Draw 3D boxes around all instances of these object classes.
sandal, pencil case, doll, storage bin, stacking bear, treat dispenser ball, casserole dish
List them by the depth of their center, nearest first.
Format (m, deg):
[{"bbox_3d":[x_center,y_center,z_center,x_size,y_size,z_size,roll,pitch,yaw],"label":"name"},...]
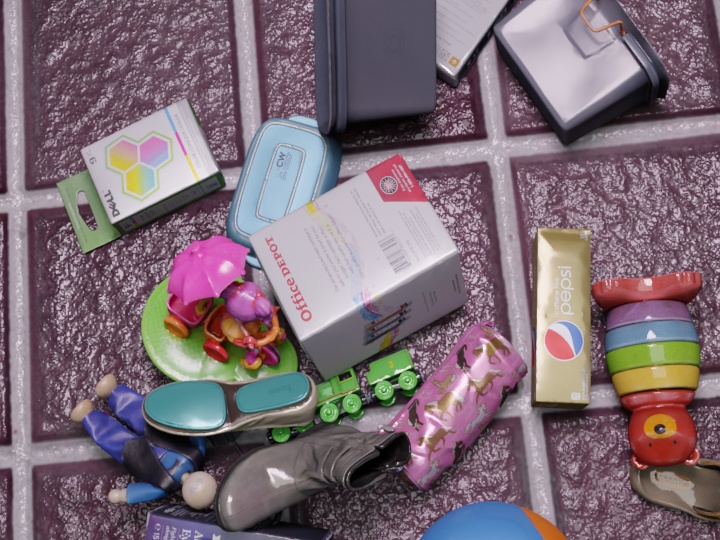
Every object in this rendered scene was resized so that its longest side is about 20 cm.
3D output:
[{"bbox_3d":[0.138,0.343,1.089,0.197,0.201,0.205,-1,77,3],"label":"treat dispenser ball"},{"bbox_3d":[0.402,0.241,1.170,0.196,0.054,0.082,9,77,6],"label":"sandal"},{"bbox_3d":[0.328,0.116,1.171,0.119,0.114,0.204,-6,75,12],"label":"stacking bear"},{"bbox_3d":[-0.239,0.206,1.194,0.199,0.049,0.137,32,65,23],"label":"doll"},{"bbox_3d":[0.103,0.153,1.196,0.200,0.087,0.083,-47,49,-7],"label":"pencil case"},{"bbox_3d":[0.016,-0.265,1.243,0.132,0.146,0.204,-2,101,-9],"label":"storage bin"},{"bbox_3d":[0.255,-0.258,1.256,0.133,0.145,0.201,-35,77,6],"label":"storage bin"},{"bbox_3d":[-0.095,-0.101,1.286,0.119,0.039,0.203,15,78,6],"label":"casserole dish"}]

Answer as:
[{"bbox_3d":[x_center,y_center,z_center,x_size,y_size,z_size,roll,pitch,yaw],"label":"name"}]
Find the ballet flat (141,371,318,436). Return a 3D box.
[{"bbox_3d":[-0.144,0.158,1.184,0.196,0.070,0.071,-4,77,1],"label":"ballet flat"}]

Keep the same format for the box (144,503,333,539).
[{"bbox_3d":[-0.138,0.347,1.148,0.196,0.104,0.151,7,84,6],"label":"box"}]

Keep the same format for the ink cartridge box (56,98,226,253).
[{"bbox_3d":[-0.275,-0.115,1.288,0.198,0.059,0.105,-26,77,-3],"label":"ink cartridge box"}]

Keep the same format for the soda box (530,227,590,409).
[{"bbox_3d":[0.231,0.055,1.215,0.063,0.068,0.204,1,77,4],"label":"soda box"}]

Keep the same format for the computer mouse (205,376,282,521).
[{"bbox_3d":[-0.147,0.206,1.223,0.058,0.034,0.202,-31,78,-5],"label":"computer mouse"}]

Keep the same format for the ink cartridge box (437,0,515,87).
[{"bbox_3d":[0.095,-0.368,1.330,0.197,0.043,0.201,35,84,10],"label":"ink cartridge box"}]

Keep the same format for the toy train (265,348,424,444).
[{"bbox_3d":[-0.022,0.147,1.226,0.197,0.042,0.057,-22,67,-1],"label":"toy train"}]

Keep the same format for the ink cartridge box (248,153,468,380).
[{"bbox_3d":[0.000,0.000,1.191,0.198,0.145,0.147,-28,64,-3],"label":"ink cartridge box"}]

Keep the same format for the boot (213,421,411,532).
[{"bbox_3d":[-0.048,0.211,1.101,0.199,0.130,0.069,-26,104,-39],"label":"boot"}]

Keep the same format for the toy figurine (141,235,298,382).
[{"bbox_3d":[-0.148,0.044,1.166,0.198,0.185,0.151,32,64,4],"label":"toy figurine"}]
